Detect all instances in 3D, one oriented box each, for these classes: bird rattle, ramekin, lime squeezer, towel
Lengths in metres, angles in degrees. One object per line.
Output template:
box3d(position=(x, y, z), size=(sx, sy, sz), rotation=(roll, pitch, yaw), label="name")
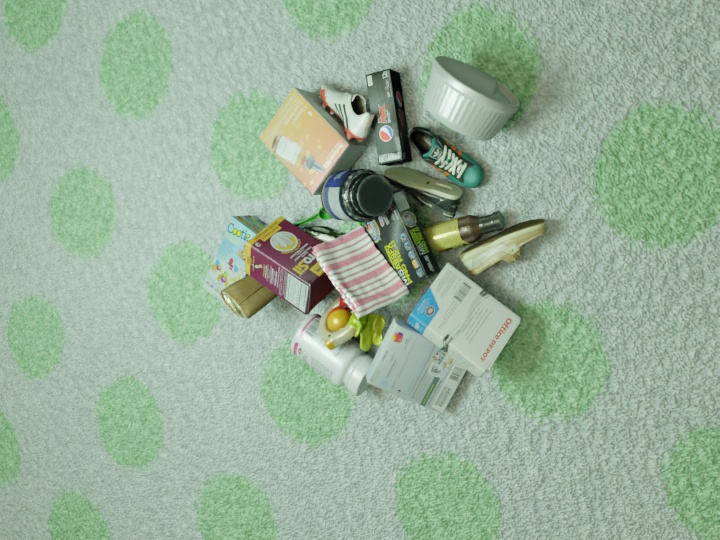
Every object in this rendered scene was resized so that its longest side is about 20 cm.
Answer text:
box3d(position=(-0.032, 0.094, 1.633), size=(0.161, 0.113, 0.202), rotation=(-33, 45, 10), label="bird rattle")
box3d(position=(0.222, -0.350, 1.469), size=(0.201, 0.201, 0.096), rotation=(37, 120, 17), label="ramekin")
box3d(position=(-0.068, -0.131, 1.691), size=(0.195, 0.071, 0.039), rotation=(0, 115, 24), label="lime squeezer")
box3d(position=(0.000, 0.000, 1.581), size=(0.201, 0.144, 0.030), rotation=(53, 149, 22), label="towel")

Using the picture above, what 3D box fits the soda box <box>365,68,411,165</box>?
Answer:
box3d(position=(0.064, -0.343, 1.605), size=(0.062, 0.070, 0.206), rotation=(-7, 93, 24), label="soda box")

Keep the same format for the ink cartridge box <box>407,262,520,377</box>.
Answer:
box3d(position=(0.220, 0.108, 1.524), size=(0.199, 0.085, 0.147), rotation=(38, 75, 8), label="ink cartridge box")

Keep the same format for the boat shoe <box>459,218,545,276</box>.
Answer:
box3d(position=(0.312, -0.048, 1.526), size=(0.197, 0.074, 0.068), rotation=(-24, 98, 27), label="boat shoe")

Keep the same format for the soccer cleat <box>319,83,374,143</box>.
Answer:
box3d(position=(-0.029, -0.378, 1.624), size=(0.086, 0.067, 0.202), rotation=(-55, 48, 32), label="soccer cleat")

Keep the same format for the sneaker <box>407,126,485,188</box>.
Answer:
box3d(position=(0.181, -0.246, 1.554), size=(0.199, 0.080, 0.072), rotation=(38, 109, 17), label="sneaker")

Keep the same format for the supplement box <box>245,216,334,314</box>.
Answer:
box3d(position=(-0.159, -0.014, 1.667), size=(0.198, 0.131, 0.105), rotation=(32, 138, 19), label="supplement box")

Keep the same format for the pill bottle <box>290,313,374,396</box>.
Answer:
box3d(position=(-0.060, 0.202, 1.698), size=(0.198, 0.113, 0.115), rotation=(34, 108, 19), label="pill bottle")

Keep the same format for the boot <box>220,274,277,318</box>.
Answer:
box3d(position=(-0.206, 0.060, 1.707), size=(0.174, 0.199, 0.067), rotation=(37, 141, 24), label="boot")

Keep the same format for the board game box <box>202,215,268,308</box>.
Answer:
box3d(position=(-0.298, -0.024, 1.792), size=(0.104, 0.103, 0.203), rotation=(34, 109, 18), label="board game box")

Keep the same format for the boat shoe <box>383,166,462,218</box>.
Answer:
box3d(position=(0.132, -0.177, 1.594), size=(0.197, 0.072, 0.069), rotation=(27, 131, 26), label="boat shoe")

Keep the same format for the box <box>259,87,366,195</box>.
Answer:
box3d(position=(-0.111, -0.301, 1.674), size=(0.200, 0.106, 0.153), rotation=(46, 111, 14), label="box")

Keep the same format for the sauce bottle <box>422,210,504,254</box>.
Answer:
box3d(position=(0.218, -0.084, 1.563), size=(0.196, 0.064, 0.066), rotation=(-15, 89, 27), label="sauce bottle")

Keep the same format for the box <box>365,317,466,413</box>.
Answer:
box3d(position=(0.131, 0.215, 1.596), size=(0.196, 0.041, 0.159), rotation=(22, 107, -13), label="box")

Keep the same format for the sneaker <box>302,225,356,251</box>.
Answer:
box3d(position=(-0.056, -0.042, 1.702), size=(0.197, 0.076, 0.091), rotation=(21, 115, 29), label="sneaker")

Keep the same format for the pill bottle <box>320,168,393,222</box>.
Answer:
box3d(position=(-0.006, -0.162, 1.547), size=(0.199, 0.109, 0.115), rotation=(-167, 75, -66), label="pill bottle")

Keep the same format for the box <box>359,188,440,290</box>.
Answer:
box3d(position=(0.085, -0.058, 1.598), size=(0.160, 0.044, 0.204), rotation=(-33, 80, 58), label="box")
